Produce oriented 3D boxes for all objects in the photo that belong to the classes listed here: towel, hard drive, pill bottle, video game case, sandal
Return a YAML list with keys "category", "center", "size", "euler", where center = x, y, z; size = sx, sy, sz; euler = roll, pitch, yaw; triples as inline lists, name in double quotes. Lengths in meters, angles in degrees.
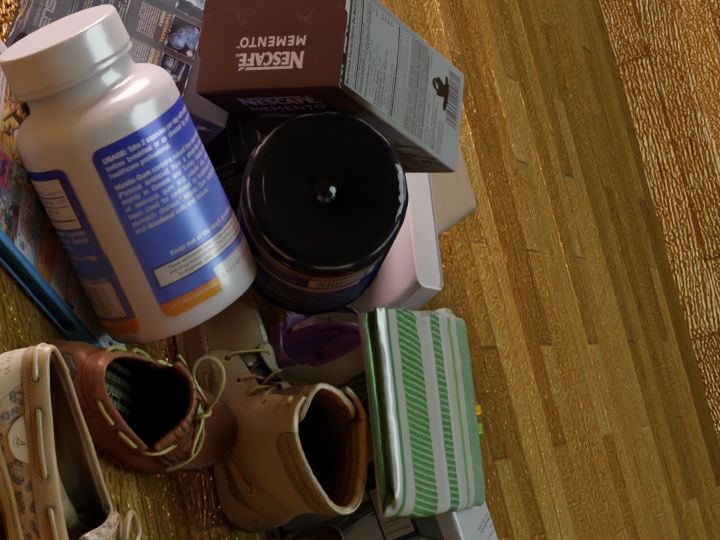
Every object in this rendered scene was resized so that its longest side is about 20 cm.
- category: "towel"
  center: [0.047, 0.102, 1.364]
  size: [0.200, 0.023, 0.154]
  euler: [8, 74, -70]
- category: "hard drive"
  center: [0.000, 0.000, 1.532]
  size: [0.026, 0.200, 0.133]
  euler: [10, 58, -28]
- category: "pill bottle"
  center: [-0.154, -0.064, 1.211]
  size: [0.112, 0.111, 0.202]
  euler: [-64, 134, -63]
- category: "video game case"
  center: [-0.208, -0.042, 1.243]
  size: [0.144, 0.018, 0.200]
  euler: [-87, 153, -42]
- category: "sandal"
  center: [-0.034, 0.050, 1.421]
  size: [0.050, 0.082, 0.202]
  euler: [63, -22, -10]
- category: "pill bottle"
  center: [-0.032, -0.031, 1.308]
  size: [0.200, 0.111, 0.113]
  euler: [118, -40, -76]

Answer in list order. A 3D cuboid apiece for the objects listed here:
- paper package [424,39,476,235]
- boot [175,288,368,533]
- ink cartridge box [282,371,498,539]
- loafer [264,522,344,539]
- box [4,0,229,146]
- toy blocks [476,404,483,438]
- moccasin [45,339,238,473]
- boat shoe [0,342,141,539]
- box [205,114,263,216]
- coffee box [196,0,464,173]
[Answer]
- category: "paper package"
  center: [0.023, -0.117, 1.803]
  size: [0.200, 0.103, 0.192]
  euler: [-32, 104, -71]
- category: "boot"
  center: [-0.063, 0.082, 1.331]
  size: [0.072, 0.155, 0.202]
  euler: [-8, 84, -30]
- category: "ink cartridge box"
  center: [0.010, 0.167, 1.472]
  size: [0.084, 0.145, 0.202]
  euler: [-43, 115, -69]
- category: "loafer"
  center: [-0.056, 0.222, 1.353]
  size: [0.200, 0.075, 0.068]
  euler: [-43, 121, -69]
- category: "box"
  center: [-0.149, -0.204, 1.310]
  size: [0.157, 0.051, 0.202]
  euler: [23, 62, -22]
- category: "toy blocks"
  center: [0.072, 0.210, 1.697]
  size: [0.200, 0.099, 0.138]
  euler: [-80, 160, -75]
- category: "moccasin"
  center: [-0.134, 0.088, 1.230]
  size: [0.201, 0.077, 0.074]
  euler: [43, 52, -55]
- category: "boat shoe"
  center: [-0.175, 0.141, 1.114]
  size: [0.073, 0.062, 0.202]
  euler: [-62, 133, -64]
- category: "box"
  center: [-0.083, -0.118, 1.449]
  size: [0.199, 0.104, 0.150]
  euler: [13, 62, -52]
- category: "coffee box"
  center: [-0.017, -0.132, 1.307]
  size: [0.200, 0.113, 0.081]
  euler: [28, 65, -61]
